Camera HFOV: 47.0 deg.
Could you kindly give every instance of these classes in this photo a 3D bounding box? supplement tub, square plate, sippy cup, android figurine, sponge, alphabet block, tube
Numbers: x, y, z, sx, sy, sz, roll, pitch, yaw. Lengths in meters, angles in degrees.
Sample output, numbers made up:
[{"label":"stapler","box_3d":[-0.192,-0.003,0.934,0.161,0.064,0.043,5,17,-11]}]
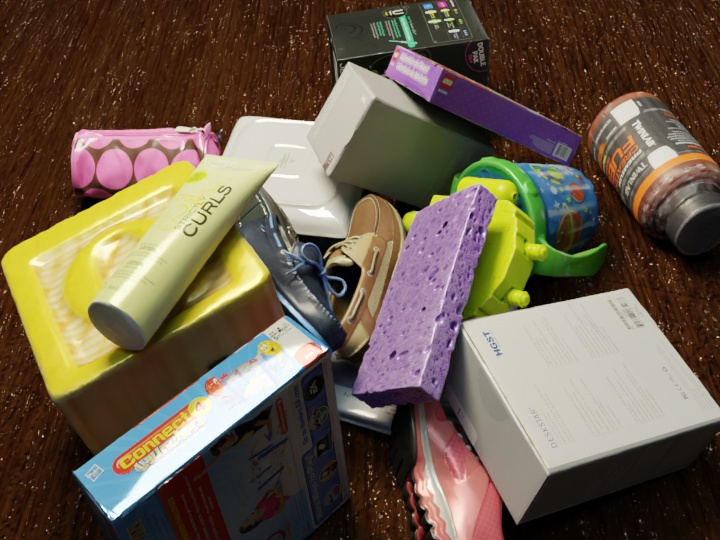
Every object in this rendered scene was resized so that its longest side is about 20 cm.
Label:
[{"label":"supplement tub","box_3d":[0.348,-0.111,0.956,0.104,0.109,0.202,-12,44,-7]},{"label":"square plate","box_3d":[-0.087,-0.125,0.999,0.193,0.029,0.203,6,48,12]},{"label":"sippy cup","box_3d":[0.186,-0.059,0.905,0.128,0.140,0.182,-12,73,-33]},{"label":"android figurine","box_3d":[0.100,-0.009,0.819,0.198,0.041,0.186,10,74,53]},{"label":"sponge","box_3d":[0.059,0.024,0.753,0.029,0.111,0.204,30,64,-21]},{"label":"alphabet block","box_3d":[-0.176,0.061,0.754,0.194,0.203,0.196,-31,49,-15]},{"label":"tube","box_3d":[-0.141,-0.029,0.660,0.058,0.052,0.202,37,51,-9]}]

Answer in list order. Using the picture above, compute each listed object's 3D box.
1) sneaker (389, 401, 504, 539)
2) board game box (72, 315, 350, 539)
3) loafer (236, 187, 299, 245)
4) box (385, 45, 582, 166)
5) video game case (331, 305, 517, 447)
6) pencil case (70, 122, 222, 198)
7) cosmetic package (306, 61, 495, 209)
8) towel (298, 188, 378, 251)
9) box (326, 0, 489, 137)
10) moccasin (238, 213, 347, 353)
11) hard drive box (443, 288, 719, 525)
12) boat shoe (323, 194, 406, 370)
[{"label":"sneaker","box_3d":[0.080,0.183,0.722,0.084,0.074,0.204,1,55,-17]},{"label":"board game box","box_3d":[-0.101,0.170,0.652,0.194,0.203,0.055,-36,50,-29]},{"label":"loafer","box_3d":[-0.090,-0.007,0.900,0.071,0.062,0.203,-37,62,26]},{"label":"box","box_3d":[0.137,-0.188,0.937,0.196,0.040,0.137,19,16,-27]},{"label":"video game case","box_3d":[0.053,0.081,0.852,0.178,0.023,0.202,13,48,17]},{"label":"pencil case","box_3d":[-0.274,-0.140,1.055,0.194,0.095,0.092,-1,43,5]},{"label":"cosmetic package","box_3d":[0.048,-0.146,0.953,0.197,0.108,0.091,18,30,-36]},{"label":"towel","box_3d":[-0.083,-0.085,1.014,0.196,0.049,0.112,21,51,23]},{"label":"box","box_3d":[0.062,-0.257,1.098,0.194,0.151,0.126,-9,43,-4]},{"label":"moccasin","box_3d":[-0.065,-0.002,0.787,0.068,0.081,0.200,-36,49,-9]},{"label":"hard drive box","box_3d":[0.190,0.110,0.728,0.195,0.078,0.158,-8,48,-25]},{"label":"boat shoe","box_3d":[0.000,0.000,0.842,0.075,0.073,0.204,-35,39,37]}]
